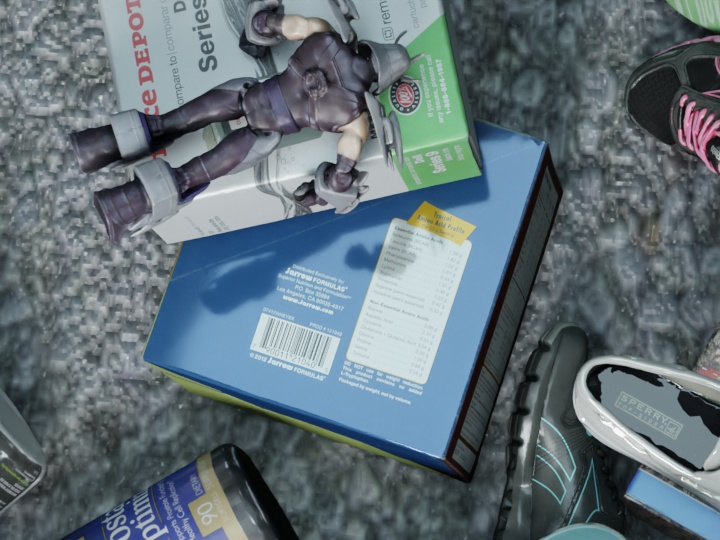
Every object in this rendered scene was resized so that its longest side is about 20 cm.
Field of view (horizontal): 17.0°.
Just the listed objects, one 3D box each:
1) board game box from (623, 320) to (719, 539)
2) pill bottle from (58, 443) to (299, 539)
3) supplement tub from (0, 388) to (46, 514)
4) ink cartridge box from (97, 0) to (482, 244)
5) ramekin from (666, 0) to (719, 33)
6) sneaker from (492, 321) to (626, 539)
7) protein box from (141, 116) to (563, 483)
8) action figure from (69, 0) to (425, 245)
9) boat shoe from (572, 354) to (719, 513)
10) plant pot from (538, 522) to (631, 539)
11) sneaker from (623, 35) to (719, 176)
[{"bbox_3d":[0.275,0.093,1.445,0.159,0.097,0.201,29,84,13],"label":"board game box"},{"bbox_3d":[-0.136,0.201,1.478,0.199,0.112,0.112,-30,76,1],"label":"pill bottle"},{"bbox_3d":[-0.307,0.142,1.510,0.200,0.123,0.123,-39,76,-1],"label":"supplement tub"},{"bbox_3d":[-0.042,-0.111,1.401,0.199,0.084,0.147,-13,77,6],"label":"ink cartridge box"},{"bbox_3d":[0.256,-0.241,1.495,0.198,0.098,0.201,-5,64,11],"label":"ramekin"},{"bbox_3d":[0.125,0.133,1.482,0.079,0.075,0.202,9,88,-1],"label":"sneaker"},{"bbox_3d":[0.000,0.000,1.485,0.197,0.135,0.201,17,82,12],"label":"protein box"},{"bbox_3d":[-0.058,-0.085,1.323,0.199,0.069,0.131,-22,72,1],"label":"action figure"},{"bbox_3d":[0.213,0.100,1.369,0.199,0.066,0.072,29,84,14],"label":"boat shoe"},{"bbox_3d":[0.146,0.262,1.364,0.134,0.200,0.201,29,83,-23],"label":"plant pot"},{"bbox_3d":[0.230,-0.086,1.459,0.199,0.095,0.080,19,122,41],"label":"sneaker"}]
